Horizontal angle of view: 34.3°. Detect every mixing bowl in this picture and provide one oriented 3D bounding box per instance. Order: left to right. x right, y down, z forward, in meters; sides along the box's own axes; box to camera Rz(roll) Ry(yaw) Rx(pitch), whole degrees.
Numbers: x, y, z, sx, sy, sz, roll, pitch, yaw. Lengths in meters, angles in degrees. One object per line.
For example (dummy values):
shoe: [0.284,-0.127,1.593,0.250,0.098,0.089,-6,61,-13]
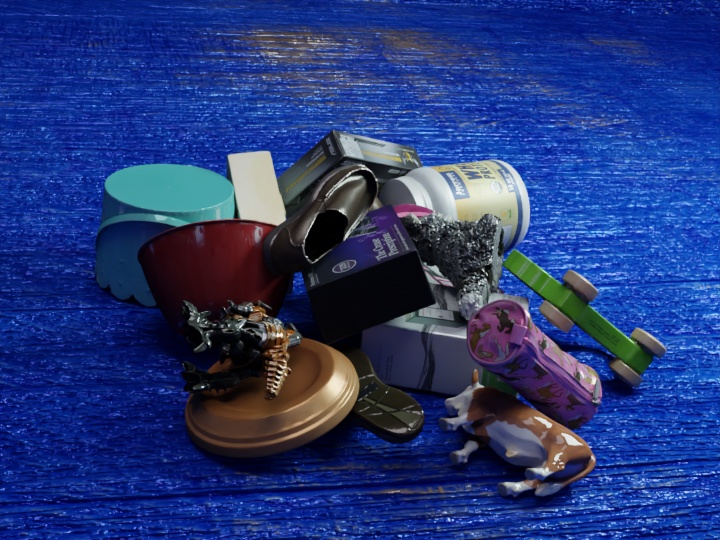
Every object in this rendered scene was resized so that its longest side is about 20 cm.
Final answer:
mixing bowl: [-0.170,0.025,1.429,0.198,0.200,0.110,-2,68,-17]

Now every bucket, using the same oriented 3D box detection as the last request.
bucket: [-0.263,-0.053,1.595,0.204,0.136,0.208,5,25,-2]

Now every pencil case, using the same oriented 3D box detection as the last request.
pencil case: [0.197,0.107,1.306,0.086,0.200,0.083,-28,47,26]

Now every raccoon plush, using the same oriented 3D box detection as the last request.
raccoon plush: [0.103,-0.017,1.464,0.132,0.098,0.200,5,21,16]

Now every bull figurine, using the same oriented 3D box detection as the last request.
bull figurine: [0.158,0.180,1.280,0.199,0.066,0.121,22,33,36]

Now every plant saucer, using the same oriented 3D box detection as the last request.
plant saucer: [-0.101,0.131,1.291,0.198,0.038,0.201,-11,27,5]

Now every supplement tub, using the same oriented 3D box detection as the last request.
supplement tub: [0.138,-0.086,1.748,0.198,0.146,0.144,-9,29,-30]

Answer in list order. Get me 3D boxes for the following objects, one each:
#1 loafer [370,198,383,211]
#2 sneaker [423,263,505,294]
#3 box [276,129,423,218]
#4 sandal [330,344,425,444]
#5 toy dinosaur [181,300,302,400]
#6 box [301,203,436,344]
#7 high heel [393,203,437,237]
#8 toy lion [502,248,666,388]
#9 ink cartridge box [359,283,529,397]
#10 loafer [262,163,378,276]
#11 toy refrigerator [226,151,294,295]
loafer: [-0.058,-0.072,1.693,0.198,0.072,0.073,-16,24,4]
sneaker: [0.108,0.043,1.572,0.199,0.081,0.086,23,49,35]
box: [-0.022,-0.133,1.742,0.199,0.158,0.049,5,54,-51]
sandal: [0.002,0.148,1.320,0.081,0.055,0.199,-28,38,-28]
toy dinosaur: [-0.123,0.080,1.267,0.134,0.104,0.200,-3,2,-18]
box: [0.000,0.000,1.431,0.140,0.080,0.200,-23,20,0]
high heel: [0.021,-0.043,1.553,0.197,0.068,0.096,5,28,5]
toy lion: [0.275,0.049,1.504,0.199,0.069,0.192,38,3,-17]
ink cartridge box: [0.104,0.084,1.447,0.197,0.085,0.146,8,24,6]
loafer: [-0.033,-0.058,1.408,0.070,0.074,0.200,3,40,42]
toy refrigerator: [-0.137,-0.065,1.620,0.069,0.076,0.202,-6,54,-12]
